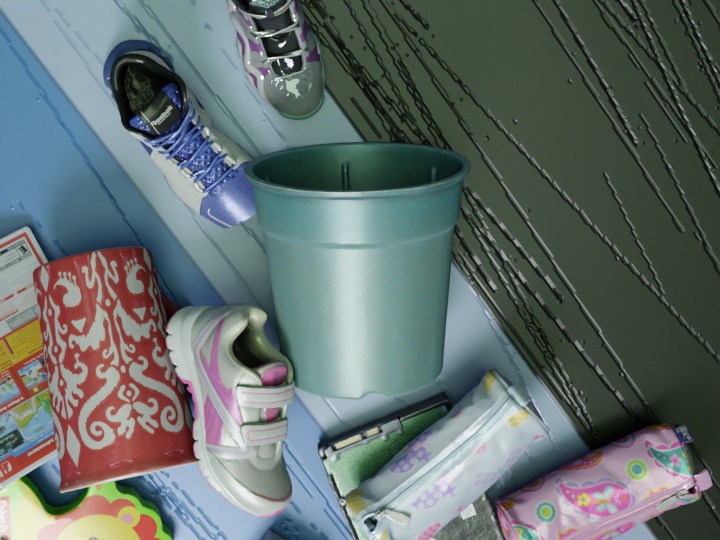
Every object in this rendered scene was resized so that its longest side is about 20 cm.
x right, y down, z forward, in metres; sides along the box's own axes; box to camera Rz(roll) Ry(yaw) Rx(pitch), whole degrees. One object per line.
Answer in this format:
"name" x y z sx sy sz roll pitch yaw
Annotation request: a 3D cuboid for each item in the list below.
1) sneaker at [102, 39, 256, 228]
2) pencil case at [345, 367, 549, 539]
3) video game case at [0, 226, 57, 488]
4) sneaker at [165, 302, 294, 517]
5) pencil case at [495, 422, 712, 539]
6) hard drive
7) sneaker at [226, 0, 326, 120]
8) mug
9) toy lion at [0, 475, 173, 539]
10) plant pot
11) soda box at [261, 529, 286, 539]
"sneaker" -0.165 -0.119 1.234 0.081 0.115 0.200 -38 99 3
"pencil case" 0.080 0.180 1.272 0.200 0.091 0.083 -41 59 1
"video game case" -0.320 0.078 1.264 0.143 0.017 0.200 -31 97 -29
"sneaker" -0.100 0.117 1.202 0.088 0.081 0.200 -22 88 35
"pencil case" 0.232 0.220 1.323 0.200 0.087 0.088 -23 100 -3
"hard drive" 0.057 0.236 1.342 0.140 0.038 0.200 -23 100 0
"sneaker" -0.083 -0.226 1.210 0.078 0.140 0.200 -22 99 -1
"mug" -0.218 0.089 1.256 0.133 0.177 0.200 -15 84 15
"toy lion" -0.276 0.251 1.314 0.191 0.069 0.200 -2 98 -11
"plant pot" 0.000 0.000 1.234 0.200 0.200 0.196 -3 106 -4
"soda box" -0.115 0.358 1.335 0.068 0.063 0.200 32 95 -9
